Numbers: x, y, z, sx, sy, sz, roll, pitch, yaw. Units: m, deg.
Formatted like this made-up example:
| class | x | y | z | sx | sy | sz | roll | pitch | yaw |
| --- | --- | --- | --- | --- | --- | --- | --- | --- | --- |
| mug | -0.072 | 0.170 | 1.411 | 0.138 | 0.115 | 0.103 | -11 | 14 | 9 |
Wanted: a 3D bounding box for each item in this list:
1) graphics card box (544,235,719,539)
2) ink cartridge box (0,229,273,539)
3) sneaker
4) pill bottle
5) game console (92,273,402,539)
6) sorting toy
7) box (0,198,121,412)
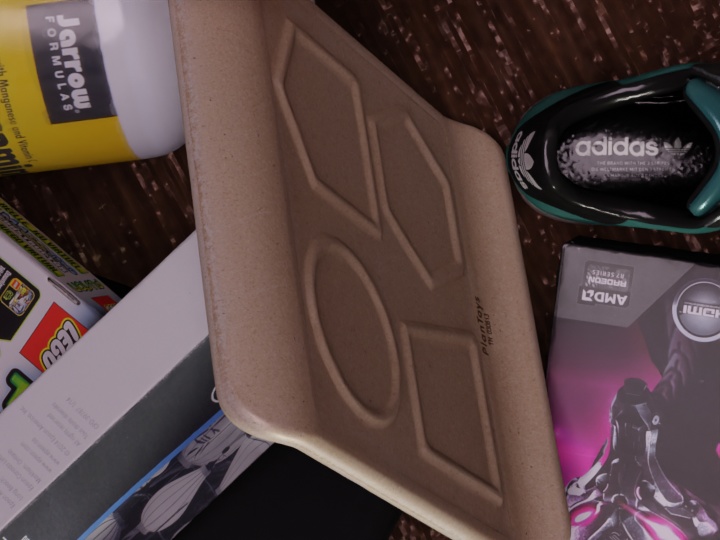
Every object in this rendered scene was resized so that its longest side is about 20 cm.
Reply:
| class | x | y | z | sx | sy | sz | roll | pitch | yaw |
| --- | --- | --- | --- | --- | --- | --- | --- | --- | --- |
| graphics card box | 0.126 | 0.093 | 1.043 | 0.125 | 0.051 | 0.201 | 9 | 95 | 12 |
| ink cartridge box | -0.105 | 0.082 | 0.942 | 0.200 | 0.100 | 0.039 | -43 | 64 | -10 |
| sneaker | 0.154 | -0.045 | 1.014 | 0.199 | 0.080 | 0.072 | -7 | 95 | 4 |
| pill bottle | -0.121 | -0.093 | 1.024 | 0.199 | 0.112 | 0.112 | -7 | 95 | 7 |
| game console | -0.091 | 0.114 | 1.049 | 0.200 | 0.116 | 0.176 | 19 | 114 | 17 |
| sorting toy | 0.000 | 0.000 | 0.956 | 0.036 | 0.200 | 0.186 | -22 | 61 | 25 |
| box | -0.173 | 0.068 | 0.989 | 0.110 | 0.035 | 0.200 | 39 | 103 | 12 |
